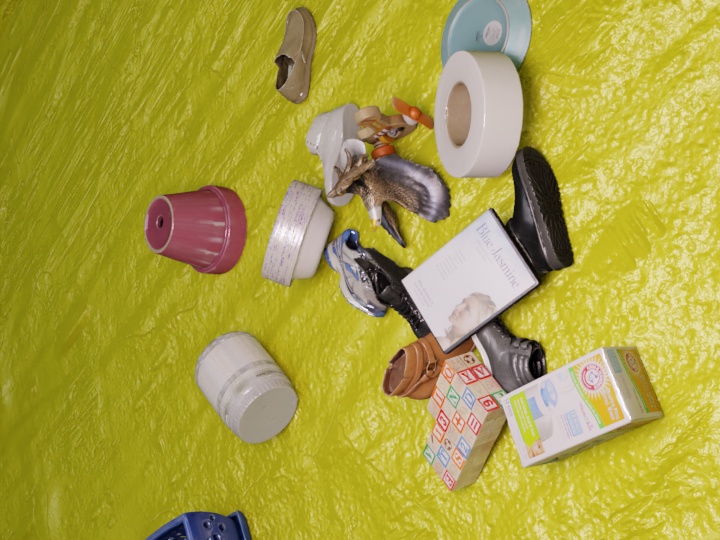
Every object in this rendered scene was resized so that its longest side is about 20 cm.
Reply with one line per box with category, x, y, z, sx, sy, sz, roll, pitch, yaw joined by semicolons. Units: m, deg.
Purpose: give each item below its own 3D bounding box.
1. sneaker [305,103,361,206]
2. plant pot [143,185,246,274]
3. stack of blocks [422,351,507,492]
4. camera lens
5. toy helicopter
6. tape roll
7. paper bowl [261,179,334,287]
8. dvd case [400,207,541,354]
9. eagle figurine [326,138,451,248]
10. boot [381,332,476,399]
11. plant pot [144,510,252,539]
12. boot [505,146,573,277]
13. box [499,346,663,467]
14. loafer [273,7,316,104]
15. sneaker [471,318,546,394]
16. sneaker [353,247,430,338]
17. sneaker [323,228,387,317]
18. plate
sneaker;-0.059;-0.223;1.753;0.114;0.073;0.205;-3;76;48
plant pot;-0.384;-0.097;1.999;0.198;0.177;0.205;-4;85;46
stack of blocks;0.165;0.249;1.441;0.115;0.058;0.203;50;139;36
camera lens;-0.241;0.238;1.835;0.200;0.158;0.162;43;116;39
toy helicopter;0.048;-0.260;1.555;0.130;0.199;0.081;-18;82;19
tape roll;0.188;-0.254;1.436;0.202;0.069;0.207;177;90;-73
paper bowl;-0.117;-0.066;1.730;0.201;0.102;0.205;-160;89;-88
dvd case;0.172;0.019;1.398;0.199;0.017;0.144;-39;72;24
eagle figurine;0.040;-0.132;1.562;0.151;0.197;0.154;28;99;53
boot;0.119;0.126;1.471;0.073;0.153;0.204;26;105;43
plant pot;-0.330;0.632;1.881;0.199;0.178;0.203;-38;61;36
boot;0.242;-0.075;1.414;0.156;0.078;0.216;-23;71;42
box;0.322;0.200;1.293;0.199;0.100;0.115;-35;63;39
loafer;-0.140;-0.457;1.852;0.075;0.067;0.205;-3;84;45
sneaker;0.238;0.109;1.416;0.098;0.070;0.204;-30;72;38
sneaker;0.068;0.050;1.567;0.060;0.103;0.202;-44;57;33
sneaker;0.000;0.000;1.666;0.086;0.076;0.201;-50;54;25
plate;0.207;-0.402;1.517;0.198;0.025;0.205;-6;82;46
